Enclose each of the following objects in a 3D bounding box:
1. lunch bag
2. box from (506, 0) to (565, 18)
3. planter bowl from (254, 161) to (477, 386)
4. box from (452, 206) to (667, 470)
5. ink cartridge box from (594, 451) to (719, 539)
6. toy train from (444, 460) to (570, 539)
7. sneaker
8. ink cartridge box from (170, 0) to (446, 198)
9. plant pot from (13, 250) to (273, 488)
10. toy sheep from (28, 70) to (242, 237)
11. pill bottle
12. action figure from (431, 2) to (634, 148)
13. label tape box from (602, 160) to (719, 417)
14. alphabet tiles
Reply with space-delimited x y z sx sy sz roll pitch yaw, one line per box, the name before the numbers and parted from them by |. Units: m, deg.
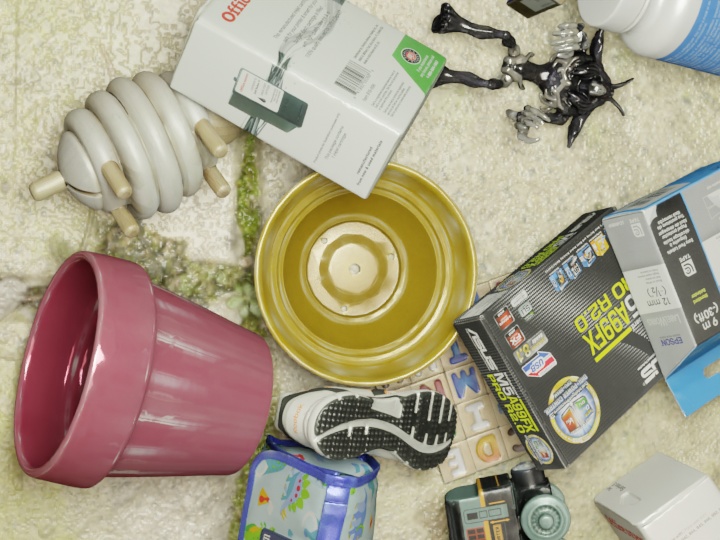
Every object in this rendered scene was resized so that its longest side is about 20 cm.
lunch bag | -0.046 0.243 1.541 0.127 0.200 0.171 11 92 -10
box | 0.207 -0.323 1.596 0.032 0.121 0.200 31 88 -8
planter bowl | 0.000 0.000 1.596 0.199 0.083 0.201 0 93 -9
box | 0.196 0.059 1.606 0.200 0.044 0.161 -37 102 -32
ink cartridge box | 0.318 0.277 1.629 0.084 0.145 0.200 -36 98 -6
toy train | 0.144 0.278 1.638 0.113 0.085 0.201 -9 96 3
sneaker | 0.008 0.132 1.582 0.200 0.080 0.074 14 88 -45
ink cartridge box | -0.044 -0.172 1.530 0.200 0.147 0.083 31 129 0
plant pot | -0.181 0.097 1.527 0.178 0.200 0.201 14 90 -25
toy sheep | -0.192 -0.104 1.536 0.199 0.138 0.138 -22 96 -20
pill bottle | 0.301 -0.239 1.598 0.199 0.112 0.113 10 91 -26
action figure | 0.160 -0.175 1.605 0.199 0.102 0.119 12 105 -9
label tape box | 0.324 0.014 1.634 0.143 0.066 0.201 -26 95 -33
alphabet tiles | 0.114 0.099 1.658 0.199 0.008 0.168 -19 96 -8
